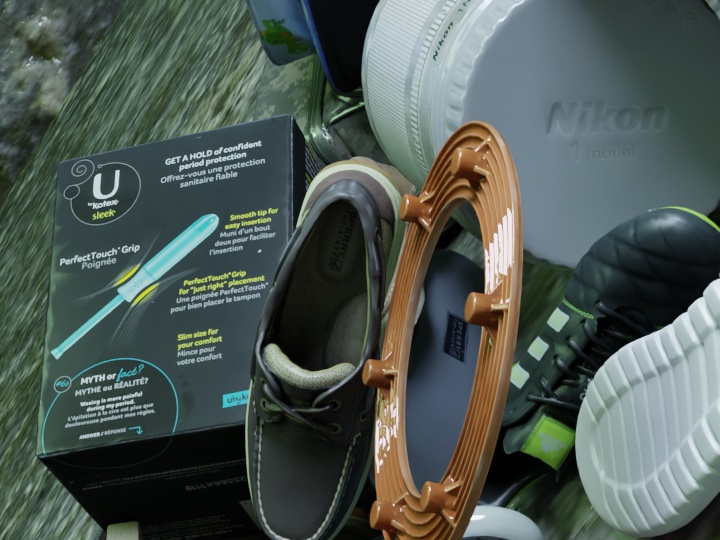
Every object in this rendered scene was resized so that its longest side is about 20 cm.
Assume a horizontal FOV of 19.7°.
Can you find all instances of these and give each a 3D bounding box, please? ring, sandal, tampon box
[{"bbox_3d":[0.030,0.033,0.909,0.200,0.019,0.202,-170,90,-77],"label":"ring"},{"bbox_3d":[0.150,0.054,0.852,0.203,0.050,0.083,129,137,-56],"label":"sandal"},{"bbox_3d":[-0.088,0.037,1.188,0.149,0.126,0.201,-10,55,13],"label":"tampon box"}]

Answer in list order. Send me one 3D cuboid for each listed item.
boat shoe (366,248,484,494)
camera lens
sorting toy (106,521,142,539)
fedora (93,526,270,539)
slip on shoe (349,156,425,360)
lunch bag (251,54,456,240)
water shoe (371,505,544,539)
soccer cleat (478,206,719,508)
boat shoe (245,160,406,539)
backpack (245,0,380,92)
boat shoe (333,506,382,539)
[{"bbox_3d":[0.033,0.071,1.143,0.065,0.073,0.200,-52,9,35],"label":"boat shoe"},{"bbox_3d":[0.093,-0.091,1.054,0.160,0.159,0.200,-59,17,6],"label":"camera lens"},{"bbox_3d":[-0.141,0.275,1.112,0.200,0.069,0.200,-100,4,-61],"label":"sorting toy"},{"bbox_3d":[-0.088,0.152,1.305,0.201,0.090,0.177,-56,18,-6],"label":"fedora"},{"bbox_3d":[0.000,0.000,1.143,0.076,0.060,0.200,-47,13,35],"label":"slip on shoe"},{"bbox_3d":[0.033,-0.123,1.337,0.167,0.139,0.201,-28,34,32],"label":"lunch bag"},{"bbox_3d":[0.022,0.151,1.031,0.200,0.071,0.079,-42,20,42],"label":"water shoe"},{"bbox_3d":[0.106,0.048,0.957,0.200,0.067,0.081,-54,8,46],"label":"soccer cleat"},{"bbox_3d":[-0.025,0.046,1.027,0.065,0.073,0.201,-33,-48,-73],"label":"boat shoe"},{"bbox_3d":[-0.003,-0.227,1.220,0.146,0.184,0.201,-4,46,16],"label":"backpack"},{"bbox_3d":[-0.053,0.192,1.175,0.200,0.072,0.068,-51,21,28],"label":"boat shoe"}]
